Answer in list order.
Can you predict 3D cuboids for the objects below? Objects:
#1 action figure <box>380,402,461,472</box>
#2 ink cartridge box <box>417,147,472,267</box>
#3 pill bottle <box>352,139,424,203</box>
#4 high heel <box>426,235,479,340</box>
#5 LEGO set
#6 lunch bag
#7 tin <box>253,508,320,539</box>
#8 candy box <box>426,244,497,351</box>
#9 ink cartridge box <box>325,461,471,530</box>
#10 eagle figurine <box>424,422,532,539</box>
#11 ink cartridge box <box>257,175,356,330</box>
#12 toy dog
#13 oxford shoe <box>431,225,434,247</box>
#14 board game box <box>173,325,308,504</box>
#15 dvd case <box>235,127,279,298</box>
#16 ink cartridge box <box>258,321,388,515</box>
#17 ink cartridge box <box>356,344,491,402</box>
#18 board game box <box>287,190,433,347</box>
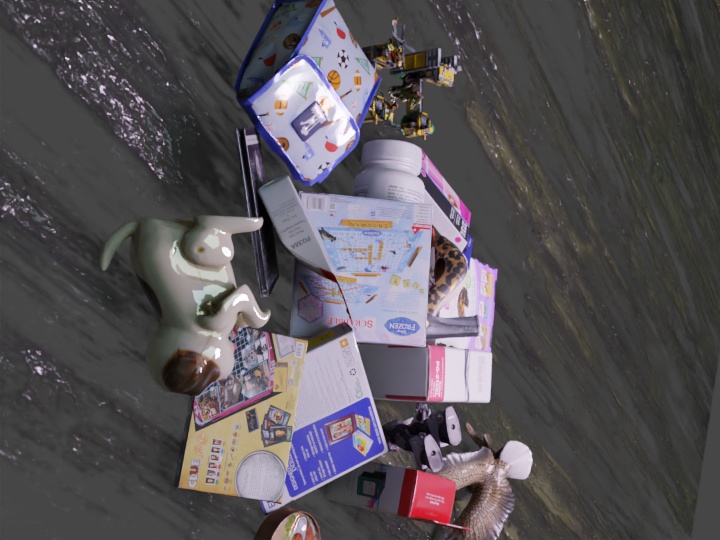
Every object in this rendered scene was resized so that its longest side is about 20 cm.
[{"bbox_3d":[0.070,0.244,1.303,0.129,0.199,0.071,-32,100,-29],"label":"action figure"},{"bbox_3d":[0.140,-0.104,1.464,0.201,0.037,0.095,51,29,-22],"label":"ink cartridge box"},{"bbox_3d":[0.040,-0.087,1.328,0.112,0.111,0.206,16,77,-52],"label":"pill bottle"},{"bbox_3d":[0.096,0.021,1.341,0.072,0.139,0.203,102,-18,-48],"label":"high heel"},{"bbox_3d":[0.084,-0.292,1.385,0.198,0.114,0.158,17,76,-51],"label":"LEGO set"},{"bbox_3d":[-0.072,-0.242,1.170,0.171,0.122,0.203,51,53,-40],"label":"lunch bag"},{"bbox_3d":[-0.115,0.422,1.167,0.112,0.041,0.204,39,63,-50],"label":"tin"},{"bbox_3d":[0.160,0.060,1.523,0.198,0.070,0.172,21,73,-52],"label":"candy box"},{"bbox_3d":[0.060,0.325,1.276,0.115,0.196,0.069,29,68,-49],"label":"ink cartridge box"},{"bbox_3d":[0.202,0.381,1.536,0.199,0.149,0.154,-29,133,-55],"label":"eagle figurine"},{"bbox_3d":[-0.064,-0.010,1.117,0.160,0.046,0.204,87,-20,-85],"label":"ink cartridge box"},{"bbox_3d":[-0.194,0.041,0.993,0.190,0.138,0.206,-2,92,-35],"label":"toy dog"},{"bbox_3d":[0.078,-0.015,1.434,0.073,0.069,0.204,107,-5,-60],"label":"oxford shoe"},{"bbox_3d":[-0.147,0.175,1.082,0.132,0.035,0.205,14,77,-19],"label":"board game box"},{"bbox_3d":[-0.130,-0.079,1.110,0.149,0.016,0.205,-91,174,-81],"label":"dvd case"},{"bbox_3d":[-0.075,0.202,1.185,0.196,0.047,0.202,-22,115,-14],"label":"ink cartridge box"},{"bbox_3d":[0.102,0.165,1.380,0.198,0.142,0.087,12,78,-52],"label":"ink cartridge box"},{"bbox_3d":[0.000,0.000,1.231,0.195,0.041,0.205,5,84,-9],"label":"board game box"}]
